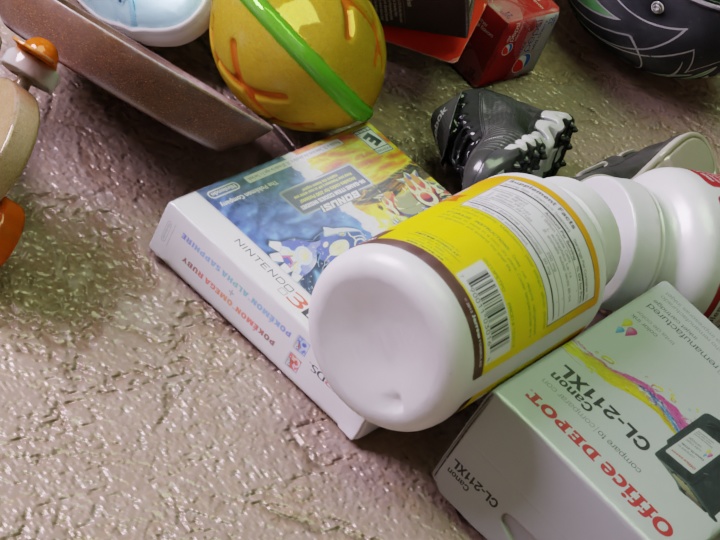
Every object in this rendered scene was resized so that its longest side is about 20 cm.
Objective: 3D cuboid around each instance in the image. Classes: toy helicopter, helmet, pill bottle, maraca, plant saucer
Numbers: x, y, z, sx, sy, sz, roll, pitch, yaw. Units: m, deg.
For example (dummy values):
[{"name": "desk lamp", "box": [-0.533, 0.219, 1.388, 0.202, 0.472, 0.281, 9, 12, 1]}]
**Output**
[{"name": "toy helicopter", "box": [-0.221, -0.099, 1.267, 0.079, 0.132, 0.200, 31, 20, -28]}, {"name": "helmet", "box": [0.247, -0.245, 1.671, 0.200, 0.191, 0.200, 4, 7, -1]}, {"name": "pill bottle", "box": [0.068, 0.010, 1.251, 0.109, 0.109, 0.200, 41, 38, 19]}, {"name": "maraca", "box": [-0.040, -0.151, 1.437, 0.137, 0.107, 0.200, 50, 5, -1]}, {"name": "plant saucer", "box": [-0.147, -0.127, 1.353, 0.200, 0.035, 0.200, 30, 3, -2]}, {"name": "pill bottle", "box": [0.230, -0.007, 1.426, 0.200, 0.112, 0.112, 8, 40, -32]}]

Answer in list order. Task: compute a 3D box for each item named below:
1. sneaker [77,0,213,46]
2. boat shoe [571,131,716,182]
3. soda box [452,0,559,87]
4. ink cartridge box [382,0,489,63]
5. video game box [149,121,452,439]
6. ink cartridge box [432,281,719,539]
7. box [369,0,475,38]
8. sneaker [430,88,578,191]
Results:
[{"name": "sneaker", "box": [-0.182, -0.220, 1.453, 0.200, 0.074, 0.082, 35, -6, 26]}, {"name": "boat shoe", "box": [0.175, -0.043, 1.508, 0.200, 0.057, 0.067, -28, 98, -44]}, {"name": "soda box", "box": [0.055, -0.228, 1.639, 0.070, 0.063, 0.200, -19, 56, -44]}, {"name": "ink cartridge box", "box": [0.033, -0.257, 1.579, 0.162, 0.050, 0.200, 20, 54, 10]}, {"name": "video game box", "box": [0.000, 0.000, 1.346, 0.182, 0.047, 0.200, 44, 40, 17]}, {"name": "ink cartridge box", "box": [0.162, 0.110, 1.273, 0.146, 0.083, 0.200, 44, 39, 15]}, {"name": "box", "box": [-0.012, -0.236, 1.524, 0.200, 0.075, 0.100, 10, 69, 9]}, {"name": "sneaker", "box": [0.083, -0.080, 1.464, 0.090, 0.067, 0.200, 22, 19, 11]}]
